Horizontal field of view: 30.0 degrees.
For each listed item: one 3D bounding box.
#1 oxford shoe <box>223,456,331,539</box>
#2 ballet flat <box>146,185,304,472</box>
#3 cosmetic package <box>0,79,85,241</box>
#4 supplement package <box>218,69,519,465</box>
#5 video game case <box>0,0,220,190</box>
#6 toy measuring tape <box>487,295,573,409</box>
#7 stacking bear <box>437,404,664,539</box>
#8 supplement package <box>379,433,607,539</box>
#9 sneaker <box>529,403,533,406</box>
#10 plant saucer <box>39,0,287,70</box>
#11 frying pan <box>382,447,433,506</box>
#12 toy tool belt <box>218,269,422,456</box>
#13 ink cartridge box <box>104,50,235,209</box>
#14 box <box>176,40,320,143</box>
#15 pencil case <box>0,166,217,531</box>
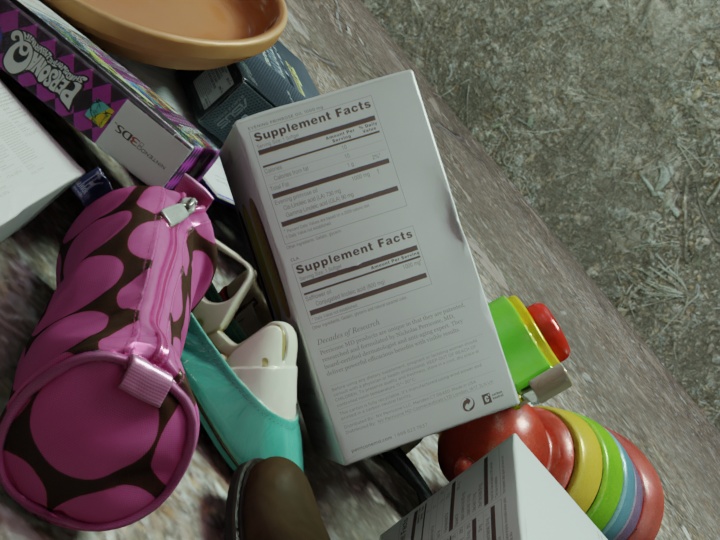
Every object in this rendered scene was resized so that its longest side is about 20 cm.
[{"bbox_3d":[-0.005,0.155,0.620,0.073,0.084,0.200,35,18,-44],"label":"oxford shoe"},{"bbox_3d":[-0.077,0.034,0.734,0.200,0.070,0.067,53,14,8],"label":"ballet flat"},{"bbox_3d":[-0.193,-0.042,0.595,0.083,0.051,0.200,51,13,-7],"label":"cosmetic package"},{"bbox_3d":[0.000,0.000,0.795,0.114,0.109,0.201,155,-83,-78],"label":"supplement package"},{"bbox_3d":[-0.165,-0.114,0.774,0.181,0.036,0.200,38,2,-5],"label":"video game case"},{"bbox_3d":[0.096,0.048,0.832,0.074,0.073,0.200,52,0,6],"label":"toy measuring tape"},{"bbox_3d":[0.128,0.146,0.973,0.113,0.122,0.200,14,-13,44],"label":"stacking bear"},{"bbox_3d":[0.109,0.223,0.753,0.200,0.111,0.156,49,14,-9],"label":"supplement package"},{"bbox_3d":[0.084,0.084,1.153,0.200,0.078,0.140,53,8,-34],"label":"sneaker"},{"bbox_3d":[-0.150,-0.197,0.944,0.199,0.038,0.200,17,32,-11],"label":"plant saucer"},{"bbox_3d":[0.066,0.185,0.889,0.190,0.031,0.115,39,15,-31],"label":"frying pan"},{"bbox_3d":[0.010,0.032,0.915,0.200,0.123,0.125,40,16,-38],"label":"toy tool belt"},{"bbox_3d":[-0.123,-0.099,1.000,0.200,0.043,0.198,54,13,21],"label":"ink cartridge box"},{"bbox_3d":[-0.082,-0.142,1.055,0.158,0.051,0.200,39,17,-41],"label":"box"},{"bbox_3d":[-0.106,0.027,0.605,0.091,0.094,0.200,45,15,-22],"label":"pencil case"}]
